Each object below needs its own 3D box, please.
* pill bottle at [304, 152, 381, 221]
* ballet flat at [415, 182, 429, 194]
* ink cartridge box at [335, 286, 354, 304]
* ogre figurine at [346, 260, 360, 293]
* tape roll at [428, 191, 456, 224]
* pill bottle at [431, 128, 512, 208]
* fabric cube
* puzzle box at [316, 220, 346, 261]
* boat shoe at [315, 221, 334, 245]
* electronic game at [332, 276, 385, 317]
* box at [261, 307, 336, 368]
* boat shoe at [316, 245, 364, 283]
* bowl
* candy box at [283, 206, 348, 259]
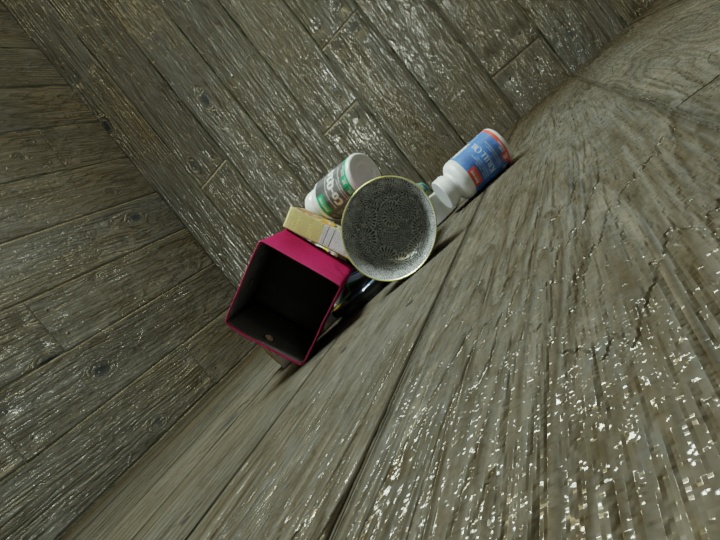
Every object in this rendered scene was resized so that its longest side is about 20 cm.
[{"bbox_3d":[-0.047,-0.195,1.335,0.199,0.114,0.113,-29,10,46],"label":"pill bottle"},{"bbox_3d":[0.120,-0.183,1.488,0.074,0.075,0.200,-42,1,-22],"label":"ballet flat"},{"bbox_3d":[-0.017,-0.006,1.609,0.200,0.076,0.137,-45,-14,-27],"label":"ink cartridge box"},{"bbox_3d":[0.000,0.000,1.437,0.119,0.099,0.200,-35,8,22],"label":"ogre figurine"},{"bbox_3d":[0.175,-0.145,1.522,0.202,0.071,0.202,-41,4,3],"label":"tape roll"},{"bbox_3d":[0.281,-0.254,1.369,0.199,0.113,0.112,-42,3,-4],"label":"pill bottle"},{"bbox_3d":[-0.151,0.050,1.190,0.203,0.193,0.200,-62,0,13],"label":"fabric cube"},{"bbox_3d":[-0.097,-0.025,1.453,0.200,0.025,0.136,-48,39,46],"label":"puzzle box"},{"bbox_3d":[-0.098,-0.059,1.553,0.071,0.075,0.203,-37,-26,-52],"label":"boat shoe"},{"bbox_3d":[0.009,0.041,1.283,0.199,0.042,0.200,-42,3,3],"label":"electronic game"},{"bbox_3d":[-0.169,0.134,1.378,0.199,0.102,0.112,-42,22,-15],"label":"box"},{"bbox_3d":[-0.075,-0.015,1.315,0.196,0.093,0.071,-9,16,26],"label":"boat shoe"},{"bbox_3d":[0.066,-0.081,1.087,0.200,0.202,0.094,-39,-12,14],"label":"bowl"},{"bbox_3d":[-0.074,-0.086,1.285,0.056,0.197,0.115,-66,-9,8],"label":"candy box"}]
